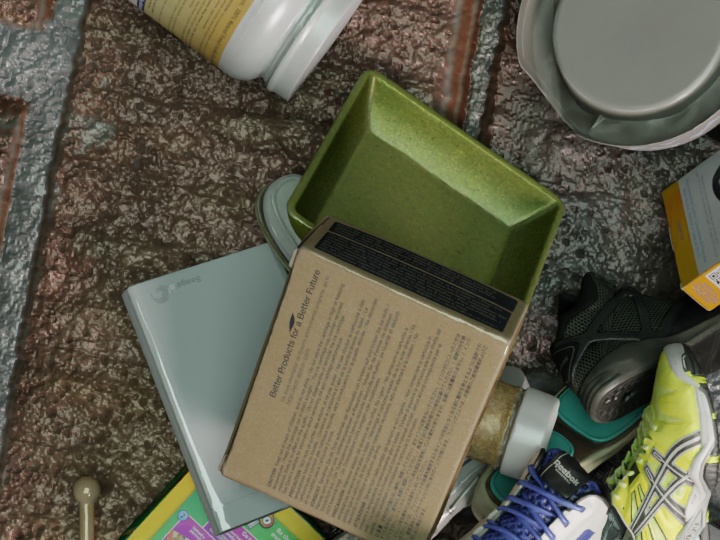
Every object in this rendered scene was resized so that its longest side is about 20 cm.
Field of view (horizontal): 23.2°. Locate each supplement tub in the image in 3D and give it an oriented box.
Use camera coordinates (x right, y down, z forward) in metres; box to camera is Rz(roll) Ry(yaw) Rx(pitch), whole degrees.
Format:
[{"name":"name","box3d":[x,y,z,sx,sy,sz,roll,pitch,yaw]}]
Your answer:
[{"name":"supplement tub","box3d":[-0.100,-0.238,1.350,0.199,0.144,0.145,37,87,-2]}]

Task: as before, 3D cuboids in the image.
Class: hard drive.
[{"name":"hard drive","box3d":[-0.090,0.089,1.367,0.131,0.026,0.202,-18,80,-26]}]

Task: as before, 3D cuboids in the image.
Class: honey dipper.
[{"name":"honey dipper","box3d":[-0.219,0.265,1.394,0.038,0.038,0.202,-2,86,-3]}]

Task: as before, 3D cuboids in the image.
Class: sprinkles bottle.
[{"name":"sprinkles bottle","box3d":[0.049,0.096,1.331,0.198,0.068,0.069,19,88,8]}]

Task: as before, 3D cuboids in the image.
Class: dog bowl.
[{"name":"dog bowl","box3d":[0.224,-0.186,1.374,0.198,0.059,0.202,-6,75,22]}]

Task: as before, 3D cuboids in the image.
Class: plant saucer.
[{"name":"plant saucer","box3d":[0.046,-0.037,1.359,0.199,0.200,0.048,34,133,-6]}]

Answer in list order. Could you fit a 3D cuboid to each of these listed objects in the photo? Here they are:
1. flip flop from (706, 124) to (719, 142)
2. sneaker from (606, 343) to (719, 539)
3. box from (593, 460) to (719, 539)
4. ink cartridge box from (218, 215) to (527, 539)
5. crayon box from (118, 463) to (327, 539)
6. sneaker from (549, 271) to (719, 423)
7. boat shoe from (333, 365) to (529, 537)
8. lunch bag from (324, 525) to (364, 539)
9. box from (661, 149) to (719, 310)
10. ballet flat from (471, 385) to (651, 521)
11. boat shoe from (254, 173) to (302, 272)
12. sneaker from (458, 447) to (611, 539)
[{"name":"flip flop","box3d":[0.352,-0.135,1.416,0.198,0.081,0.058,10,62,0]},{"name":"sneaker","box3d":[0.227,0.154,1.329,0.076,0.075,0.202,0,105,1]},{"name":"box","box3d":[0.243,0.271,1.409,0.199,0.048,0.159,31,89,-3]},{"name":"ink cartridge box","box3d":[0.008,0.085,1.258,0.164,0.075,0.201,25,118,7]},{"name":"crayon box","box3d":[-0.081,0.239,1.388,0.200,0.058,0.119,44,87,-2]},{"name":"sneaker","box3d":[0.232,0.038,1.398,0.198,0.077,0.114,-22,54,-24]},{"name":"boat shoe","box3d":[0.067,0.162,1.396,0.200,0.072,0.066,-47,126,-18]},{"name":"lunch bag","box3d":[-0.001,0.305,1.275,0.168,0.139,0.200,-44,72,2]},{"name":"box","box3d":[0.325,-0.069,1.344,0.199,0.120,0.041,-36,122,28]},{"name":"ballet flat","box3d":[0.163,0.141,1.396,0.199,0.069,0.070,-33,92,-28]},{"name":"boat shoe","box3d":[0.000,0.000,1.384,0.200,0.068,0.075,47,71,-5]},{"name":"sneaker","box3d":[0.113,0.187,1.262,0.080,0.198,0.116,38,126,33]}]
